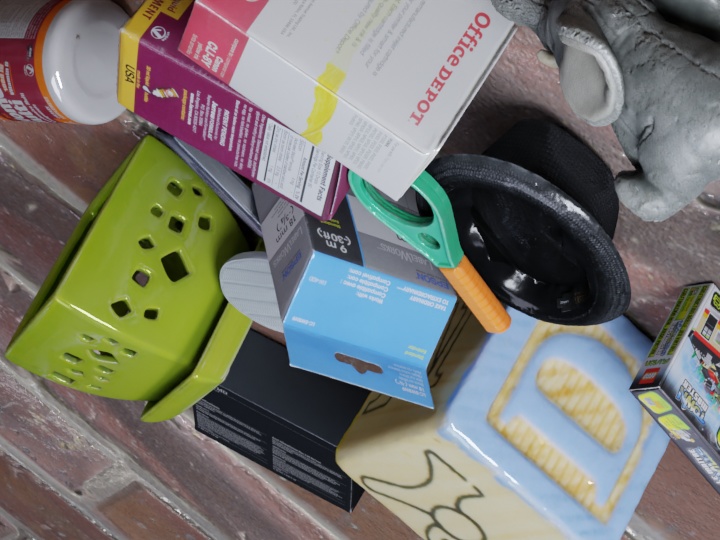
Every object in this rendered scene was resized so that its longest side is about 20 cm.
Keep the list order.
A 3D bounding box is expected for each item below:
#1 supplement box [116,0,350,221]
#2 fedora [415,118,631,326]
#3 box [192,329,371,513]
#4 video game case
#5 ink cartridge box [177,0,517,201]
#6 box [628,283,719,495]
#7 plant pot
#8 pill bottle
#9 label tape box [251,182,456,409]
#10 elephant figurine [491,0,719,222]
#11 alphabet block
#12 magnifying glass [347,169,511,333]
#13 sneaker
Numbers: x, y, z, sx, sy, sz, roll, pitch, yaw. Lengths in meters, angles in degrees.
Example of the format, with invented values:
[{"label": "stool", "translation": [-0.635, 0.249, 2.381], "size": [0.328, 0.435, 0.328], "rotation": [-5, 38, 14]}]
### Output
[{"label": "supplement box", "translation": [-0.074, -0.154, 1.491], "size": [0.199, 0.131, 0.103], "rotation": [29, 150, 7]}, {"label": "fedora", "translation": [0.138, -0.047, 1.471], "size": [0.199, 0.092, 0.201], "rotation": [25, 154, 13]}, {"label": "box", "translation": [-0.076, 0.151, 2.009], "size": [0.199, 0.079, 0.142], "rotation": [27, 154, 14]}, {"label": "video game case", "translation": [-0.117, -0.074, 1.675], "size": [0.143, 0.019, 0.200], "rotation": [45, 176, -11]}, {"label": "ink cartridge box", "translation": [-0.009, -0.169, 1.384], "size": [0.199, 0.146, 0.083], "rotation": [34, 152, -1]}, {"label": "box", "translation": [0.304, 0.118, 1.534], "size": [0.200, 0.110, 0.035], "rotation": [47, 148, -23]}, {"label": "plant pot", "translation": [-0.199, 0.023, 1.830], "size": [0.181, 0.201, 0.199], "rotation": [31, 152, -11]}, {"label": "pill bottle", "translation": [-0.294, -0.186, 1.691], "size": [0.199, 0.110, 0.110], "rotation": [6, 141, 40]}, {"label": "label tape box", "translation": [0.000, 0.000, 1.537], "size": [0.143, 0.201, 0.063], "rotation": [18, 128, -31]}, {"label": "elephant figurine", "translation": [0.177, -0.142, 1.270], "size": [0.155, 0.141, 0.201], "rotation": [-38, 90, 31]}, {"label": "alphabet block", "translation": [0.130, 0.130, 1.643], "size": [0.195, 0.197, 0.200], "rotation": [43, 150, -13]}, {"label": "magnifying glass", "translation": [0.058, -0.020, 1.473], "size": [0.079, 0.023, 0.200], "rotation": [5, 145, 45]}, {"label": "sneaker", "translation": [-0.029, 0.018, 1.739], "size": [0.198, 0.071, 0.074], "rotation": [11, 114, 19]}]
